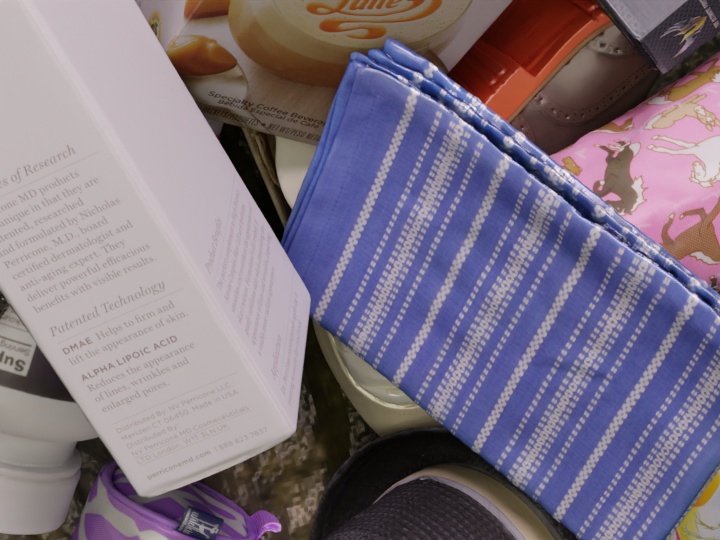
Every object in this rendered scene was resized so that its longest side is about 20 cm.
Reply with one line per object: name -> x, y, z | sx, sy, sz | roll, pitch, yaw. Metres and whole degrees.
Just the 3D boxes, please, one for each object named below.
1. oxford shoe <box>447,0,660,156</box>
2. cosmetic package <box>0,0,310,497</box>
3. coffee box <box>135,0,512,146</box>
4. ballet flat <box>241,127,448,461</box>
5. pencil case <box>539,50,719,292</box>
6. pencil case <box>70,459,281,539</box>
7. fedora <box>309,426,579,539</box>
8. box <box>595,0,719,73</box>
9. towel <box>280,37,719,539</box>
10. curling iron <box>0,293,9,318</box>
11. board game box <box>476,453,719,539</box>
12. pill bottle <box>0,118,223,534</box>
oxford shoe -> 0.100, -0.097, 0.861 | 0.199, 0.071, 0.073 | -37, 129, 2
cosmetic package -> -0.094, -0.027, 0.742 | 0.074, 0.102, 0.201 | -24, 116, 15
coffee box -> 0.000, -0.137, 0.760 | 0.114, 0.080, 0.200 | 11, 145, -26
ballet flat -> 0.000, 0.000, 0.873 | 0.069, 0.069, 0.201 | -24, 96, 8
pencil case -> 0.144, -0.044, 0.821 | 0.199, 0.086, 0.083 | -34, 106, -10
pencil case -> -0.109, 0.182, 0.906 | 0.085, 0.084, 0.201 | 20, 102, -22
fedora -> 0.025, 0.170, 0.846 | 0.200, 0.091, 0.202 | 7, 101, 39
box -> 0.117, -0.204, 0.803 | 0.157, 0.051, 0.200 | -40, 68, 8
towel -> 0.055, 0.019, 0.780 | 0.200, 0.024, 0.145 | 39, 135, 14
curling iron -> -0.195, -0.035, 0.828 | 0.200, 0.025, 0.050 | 39, 107, 41
board game box -> 0.146, 0.095, 0.846 | 0.199, 0.047, 0.152 | 5, 100, 29
pill bottle -> -0.137, 0.004, 0.862 | 0.111, 0.111, 0.201 | 19, 100, 2
